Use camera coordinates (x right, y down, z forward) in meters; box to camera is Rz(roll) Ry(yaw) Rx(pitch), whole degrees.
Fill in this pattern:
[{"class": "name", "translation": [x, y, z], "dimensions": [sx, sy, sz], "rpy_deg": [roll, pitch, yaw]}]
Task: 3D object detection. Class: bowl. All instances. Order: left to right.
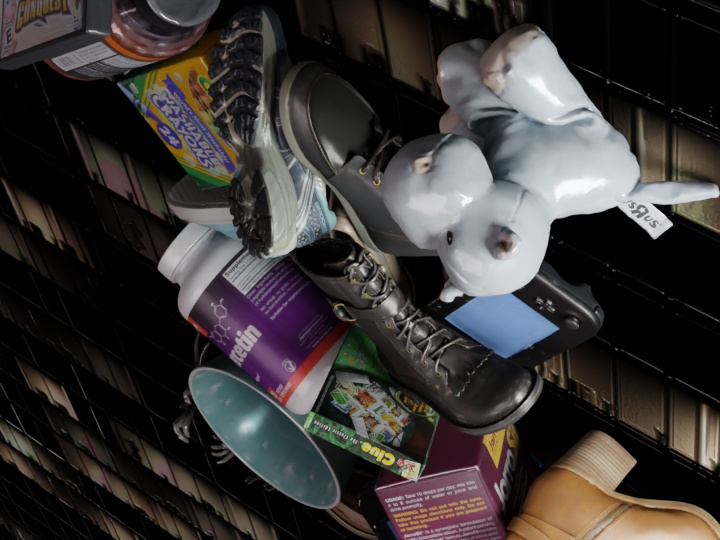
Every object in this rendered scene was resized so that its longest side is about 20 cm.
[{"class": "bowl", "translation": [-0.067, 0.137, 1.761], "dimensions": [0.201, 0.105, 0.201], "rpy_deg": [34, 154, 20]}]

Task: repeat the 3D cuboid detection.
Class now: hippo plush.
[{"class": "hippo plush", "translation": [0.095, -0.047, 1.173], "dimensions": [0.200, 0.161, 0.159], "rpy_deg": [44, 155, -1]}]

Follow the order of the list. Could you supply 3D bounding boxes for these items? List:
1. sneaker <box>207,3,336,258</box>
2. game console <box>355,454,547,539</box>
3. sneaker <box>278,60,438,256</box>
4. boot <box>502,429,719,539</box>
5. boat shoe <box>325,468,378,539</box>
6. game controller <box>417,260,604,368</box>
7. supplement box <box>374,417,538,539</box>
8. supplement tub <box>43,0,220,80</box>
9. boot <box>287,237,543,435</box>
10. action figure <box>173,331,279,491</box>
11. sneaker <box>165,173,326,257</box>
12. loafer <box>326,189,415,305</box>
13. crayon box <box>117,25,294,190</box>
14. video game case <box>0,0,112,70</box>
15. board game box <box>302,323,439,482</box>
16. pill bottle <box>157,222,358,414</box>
[{"class": "sneaker", "translation": [-0.065, -0.113, 1.380], "dimensions": [0.078, 0.086, 0.200], "rpy_deg": [5, 103, 52]}, {"class": "game console", "translation": [0.120, 0.267, 1.683], "dimensions": [0.200, 0.171, 0.118], "rpy_deg": [59, 177, -29]}, {"class": "sneaker", "translation": [0.023, -0.086, 1.338], "dimensions": [0.106, 0.075, 0.200], "rpy_deg": [10, 148, 43]}, {"class": "boot", "translation": [0.218, 0.251, 1.459], "dimensions": [0.200, 0.155, 0.074], "rpy_deg": [39, 154, 9]}, {"class": "boat shoe", "translation": [0.045, 0.256, 1.833], "dimensions": [0.200, 0.072, 0.068], "rpy_deg": [26, 147, 14]}, {"class": "game controller", "translation": [0.117, 0.036, 1.394], "dimensions": [0.104, 0.042, 0.200], "rpy_deg": [27, 156, -11]}, {"class": "supplement box", "translation": [0.105, 0.223, 1.559], "dimensions": [0.103, 0.131, 0.200], "rpy_deg": [-15, 118, 22]}, {"class": "supplement tub", "translation": [-0.187, -0.217, 1.391], "dimensions": [0.107, 0.107, 0.200], "rpy_deg": [53, 153, -19]}, {"class": "boot", "translation": [0.037, 0.046, 1.390], "dimensions": [0.200, 0.069, 0.174], "rpy_deg": [13, 149, 51]}, {"class": "action figure", "translation": [-0.148, 0.167, 1.935], "dimensions": [0.200, 0.102, 0.119], "rpy_deg": [56, 164, -28]}, {"class": "sneaker", "translation": [-0.100, -0.044, 1.567], "dimensions": [0.200, 0.074, 0.082], "rpy_deg": [14, 139, 48]}, {"class": "loafer", "translation": [0.000, 0.000, 1.486], "dimensions": [0.072, 0.063, 0.200], "rpy_deg": [11, 143, 19]}, {"class": "crayon box", "translation": [-0.114, -0.138, 1.469], "dimensions": [0.126, 0.052, 0.200], "rpy_deg": [52, 153, -18]}, {"class": "video game case", "translation": [-0.244, -0.261, 1.362], "dimensions": [0.200, 0.025, 0.181], "rpy_deg": [-4, 83, 57]}, {"class": "board game box", "translation": [0.019, 0.110, 1.480], "dimensions": [0.105, 0.200, 0.023], "rpy_deg": [23, 111, 2]}, {"class": "pill bottle", "translation": [-0.093, 0.036, 1.634], "dimensions": [0.200, 0.112, 0.112], "rpy_deg": [40, 155, 7]}]
